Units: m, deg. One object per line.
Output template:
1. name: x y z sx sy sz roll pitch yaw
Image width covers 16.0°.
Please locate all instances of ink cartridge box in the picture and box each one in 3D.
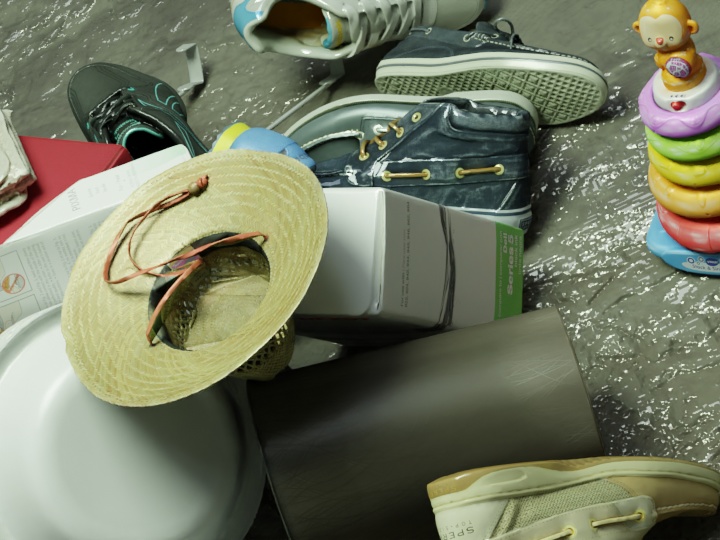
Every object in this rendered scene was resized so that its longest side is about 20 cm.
1. ink cartridge box: 0.000 0.000 1.686 0.145 0.200 0.084 -1 83 29
2. ink cartridge box: -0.183 0.023 1.699 0.199 0.161 0.050 -19 35 -2

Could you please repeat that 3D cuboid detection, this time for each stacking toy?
1. stacking toy: 0.223 -0.100 1.661 0.116 0.200 0.110 4 50 32

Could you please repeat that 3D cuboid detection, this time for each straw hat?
1. straw hat: -0.081 0.023 1.558 0.201 0.085 0.201 -21 43 21

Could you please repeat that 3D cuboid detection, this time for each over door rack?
1. over door rack: -0.108 -0.105 1.978 0.147 0.067 0.200 -1 35 28

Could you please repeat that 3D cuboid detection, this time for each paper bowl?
1. paper bowl: -0.155 0.115 1.618 0.201 0.201 0.104 -48 11 -20

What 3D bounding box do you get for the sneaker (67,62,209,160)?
1. sneaker: -0.159 -0.104 1.870 0.075 0.079 0.200 -47 51 -1

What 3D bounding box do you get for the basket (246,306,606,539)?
1. basket: 0.045 0.105 1.602 0.199 0.180 0.136 -18 70 2

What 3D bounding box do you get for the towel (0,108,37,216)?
1. towel: -0.324 -0.044 1.797 0.200 0.035 0.133 -30 37 1

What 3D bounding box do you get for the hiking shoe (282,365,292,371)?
1. hiking shoe: -0.119 0.125 1.730 0.200 0.076 0.101 -41 38 -14

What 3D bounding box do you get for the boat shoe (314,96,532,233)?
1. boat shoe: 0.025 -0.080 1.808 0.200 0.091 0.071 5 13 13

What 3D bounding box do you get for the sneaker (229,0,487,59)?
1. sneaker: 0.000 -0.197 1.961 0.199 0.077 0.081 -4 37 -5

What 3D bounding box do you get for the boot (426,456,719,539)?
1. boot: 0.137 0.190 1.505 0.073 0.200 0.156 -24 70 53

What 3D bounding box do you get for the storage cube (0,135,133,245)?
1. storage cube: -0.238 0.024 1.833 0.200 0.171 0.180 6 50 36

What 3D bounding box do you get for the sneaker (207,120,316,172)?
1. sneaker: -0.086 -0.002 1.789 0.078 0.201 0.066 27 20 20

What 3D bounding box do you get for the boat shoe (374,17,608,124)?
1. boat shoe: 0.099 -0.151 1.888 0.200 0.075 0.062 6 57 41

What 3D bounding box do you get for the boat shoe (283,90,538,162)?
1. boat shoe: 0.030 -0.085 1.862 0.199 0.073 0.062 -7 44 16
